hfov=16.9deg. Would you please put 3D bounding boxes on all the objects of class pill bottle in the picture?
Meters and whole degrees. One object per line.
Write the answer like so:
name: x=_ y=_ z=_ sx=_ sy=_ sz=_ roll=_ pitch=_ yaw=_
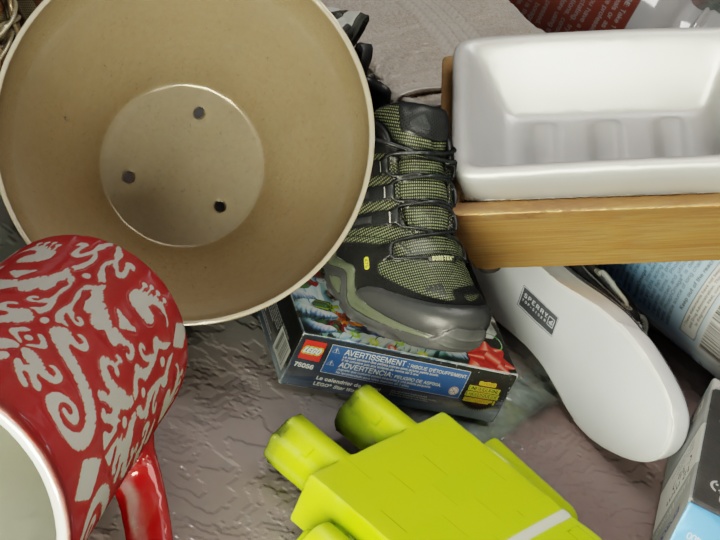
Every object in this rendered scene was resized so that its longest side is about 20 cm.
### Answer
pill bottle: x=0.207 y=-0.017 z=1.522 sx=0.200 sy=0.109 sz=0.108 roll=41 pitch=33 yaw=22
pill bottle: x=0.167 y=-0.191 z=1.757 sx=0.199 sy=0.113 sz=0.112 roll=31 pitch=30 yaw=8

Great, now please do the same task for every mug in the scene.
mug: x=-0.156 y=0.088 z=1.102 sx=0.132 sy=0.179 sz=0.200 roll=-6 pitch=20 yaw=17

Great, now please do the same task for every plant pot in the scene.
plant pot: x=-0.096 y=-0.066 z=1.316 sx=0.199 sy=0.201 sz=0.134 roll=26 pitch=-6 yaw=-1

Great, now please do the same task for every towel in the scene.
towel: x=0.048 y=-0.149 z=1.591 sx=0.132 sy=0.035 sz=0.200 roll=-7 pitch=31 yaw=-20

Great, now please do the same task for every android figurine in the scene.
android figurine: x=0.048 y=0.138 z=1.229 sx=0.200 sy=0.041 sz=0.182 roll=39 pitch=32 yaw=21

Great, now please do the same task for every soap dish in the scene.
soap dish: x=0.147 y=-0.071 z=1.429 sx=0.198 sy=0.082 sz=0.158 roll=-2 pitch=39 yaw=4

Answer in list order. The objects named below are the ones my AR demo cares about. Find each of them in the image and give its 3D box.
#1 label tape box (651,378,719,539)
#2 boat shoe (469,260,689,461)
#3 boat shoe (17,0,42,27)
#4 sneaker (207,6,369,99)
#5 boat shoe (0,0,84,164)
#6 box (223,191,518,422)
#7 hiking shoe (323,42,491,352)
label tape box: x=0.233 y=0.159 z=1.318 sx=0.143 sy=0.066 sz=0.200 roll=27 pitch=29 yaw=0
boat shoe: x=0.139 y=0.038 z=1.432 sx=0.067 sy=0.072 sz=0.200 roll=-3 pitch=34 yaw=-38
boat shoe: x=-0.191 y=-0.193 z=1.438 sx=0.076 sy=0.074 sz=0.201 roll=-21 pitch=85 yaw=-55
sneaker: x=-0.062 y=-0.150 z=1.451 sx=0.115 sy=0.076 sz=0.201 roll=31 pitch=3 yaw=0
boat shoe: x=-0.225 y=-0.130 z=1.352 sx=0.200 sy=0.072 sz=0.076 roll=44 pitch=39 yaw=-14
box: x=0.000 y=0.000 z=1.405 sx=0.136 sy=0.040 sz=0.200 roll=12 pitch=33 yaw=-25
hiking shoe: x=0.018 y=-0.040 z=1.339 sx=0.075 sy=0.101 sz=0.200 roll=0 pitch=39 yaw=-34
